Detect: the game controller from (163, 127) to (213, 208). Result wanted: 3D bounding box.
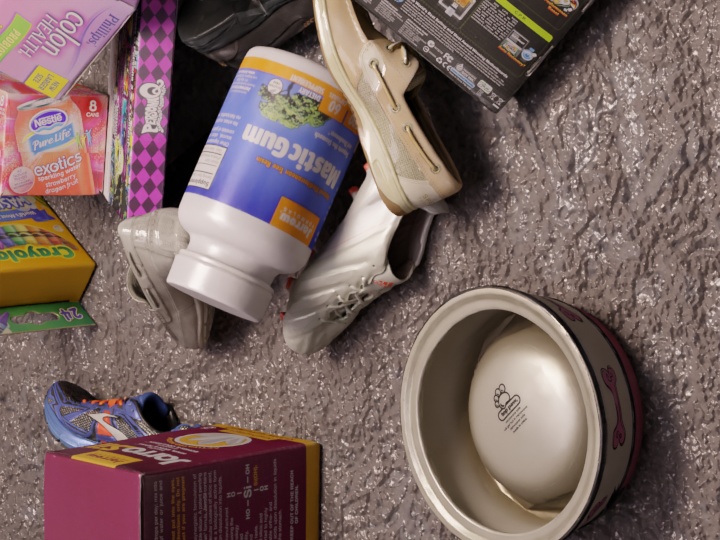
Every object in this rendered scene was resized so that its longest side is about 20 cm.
[{"bbox_3d":[-0.098,-0.080,1.835,0.200,0.042,0.105,-34,84,42],"label":"game controller"}]

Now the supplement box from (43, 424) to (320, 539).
[{"bbox_3d":[-0.147,0.195,1.790,0.131,0.200,0.104,7,99,44],"label":"supplement box"}]

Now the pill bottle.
[{"bbox_3d":[-0.076,-0.066,1.701,0.112,0.112,0.201,17,81,43],"label":"pill bottle"}]

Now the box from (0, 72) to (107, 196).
[{"bbox_3d":[-0.318,-0.132,1.974,0.200,0.102,0.095,24,111,57],"label":"box"}]

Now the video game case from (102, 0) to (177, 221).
[{"bbox_3d":[-0.193,-0.151,1.860,0.181,0.036,0.201,-140,54,-73],"label":"video game case"}]

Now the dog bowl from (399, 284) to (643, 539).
[{"bbox_3d":[0.124,0.109,1.597,0.200,0.074,0.201,6,99,46],"label":"dog bowl"}]

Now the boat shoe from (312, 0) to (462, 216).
[{"bbox_3d":[0.021,-0.144,1.635,0.065,0.072,0.201,-20,89,18],"label":"boat shoe"}]

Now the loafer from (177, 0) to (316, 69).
[{"bbox_3d":[-0.052,-0.227,1.750,0.199,0.072,0.073,-22,52,28],"label":"loafer"}]

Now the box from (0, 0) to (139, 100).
[{"bbox_3d":[-0.233,-0.278,1.813,0.176,0.096,0.201,-37,31,54],"label":"box"}]

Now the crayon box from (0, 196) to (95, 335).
[{"bbox_3d":[-0.338,-0.026,2.014,0.200,0.125,0.052,48,124,30],"label":"crayon box"}]

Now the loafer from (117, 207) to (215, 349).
[{"bbox_3d":[-0.162,0.007,1.818,0.200,0.069,0.070,84,-169,-59],"label":"loafer"}]

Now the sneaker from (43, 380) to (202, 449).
[{"bbox_3d":[-0.207,0.141,1.947,0.200,0.075,0.079,25,103,33],"label":"sneaker"}]

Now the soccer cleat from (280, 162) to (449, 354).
[{"bbox_3d":[0.000,0.000,1.718,0.078,0.069,0.200,47,122,28],"label":"soccer cleat"}]

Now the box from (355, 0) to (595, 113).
[{"bbox_3d":[0.081,-0.244,1.559,0.200,0.048,0.193,38,125,-2],"label":"box"}]
